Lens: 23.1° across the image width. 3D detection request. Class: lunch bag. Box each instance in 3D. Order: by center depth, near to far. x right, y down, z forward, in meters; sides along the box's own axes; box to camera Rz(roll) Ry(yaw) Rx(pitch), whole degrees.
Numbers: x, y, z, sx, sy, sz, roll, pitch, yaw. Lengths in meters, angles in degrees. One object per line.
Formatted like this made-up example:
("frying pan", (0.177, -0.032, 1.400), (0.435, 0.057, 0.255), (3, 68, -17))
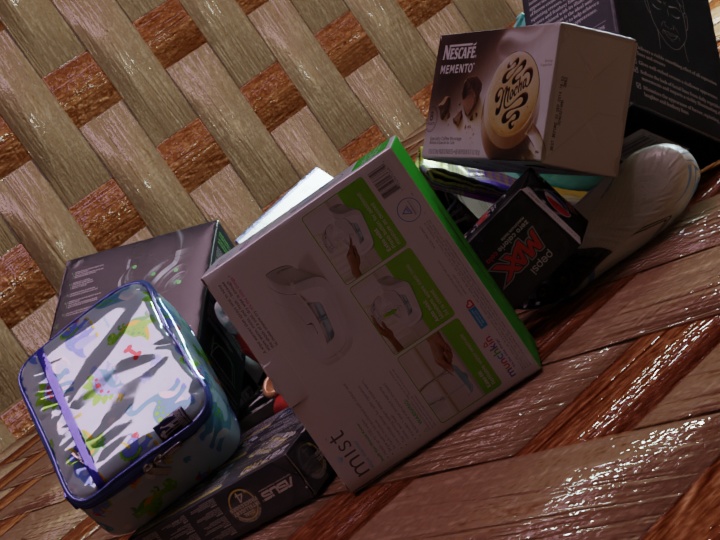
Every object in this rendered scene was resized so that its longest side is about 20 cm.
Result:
("lunch bag", (-0.203, 0.118, 1.518), (0.160, 0.083, 0.200), (-36, 46, 3))

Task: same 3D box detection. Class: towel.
("towel", (0.146, -0.073, 1.595), (0.144, 0.199, 0.023), (-79, 4, -78))

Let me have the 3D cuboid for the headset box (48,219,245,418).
("headset box", (-0.203, 0.060, 1.692), (0.173, 0.093, 0.201), (-15, 44, 18))

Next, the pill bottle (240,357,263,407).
("pill bottle", (-0.155, 0.130, 1.764), (0.200, 0.116, 0.116), (-43, 9, -20))

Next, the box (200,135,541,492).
("box", (0.009, 0.033, 1.329), (0.176, 0.201, 0.097), (-35, 6, 9))

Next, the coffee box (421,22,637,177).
("coffee box", (0.138, -0.141, 1.477), (0.079, 0.114, 0.200), (9, 1, -27))

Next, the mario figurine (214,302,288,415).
("mario figurine", (-0.054, 0.052, 1.608), (0.123, 0.201, 0.106), (-28, -34, 3))

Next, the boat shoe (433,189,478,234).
("boat shoe", (0.068, -0.037, 1.613), (0.072, 0.200, 0.073), (-44, -34, -15))

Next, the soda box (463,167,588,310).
("soda box", (0.092, 0.014, 1.426), (0.200, 0.071, 0.063), (-47, 4, 22))

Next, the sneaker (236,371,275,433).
("sneaker", (-0.071, 0.083, 1.702), (0.199, 0.114, 0.076), (-40, -12, -28))

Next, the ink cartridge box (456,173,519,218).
("ink cartridge box", (0.163, -0.089, 1.899), (0.145, 0.084, 0.200), (-38, 8, -28))

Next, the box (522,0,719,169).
("box", (0.236, -0.193, 1.571), (0.148, 0.201, 0.107), (17, -32, -38))

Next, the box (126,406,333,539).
("box", (-0.088, 0.171, 1.494), (0.199, 0.049, 0.161), (-32, 6, 31))

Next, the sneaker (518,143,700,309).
("sneaker", (0.197, -0.030, 1.455), (0.200, 0.072, 0.072), (-37, -21, 19))

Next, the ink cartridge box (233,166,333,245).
("ink cartridge box", (0.000, 0.000, 1.640), (0.198, 0.199, 0.047), (-46, -17, -58))

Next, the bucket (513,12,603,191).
("bucket", (0.225, -0.177, 1.735), (0.207, 0.208, 0.135), (-38, -3, -26))
